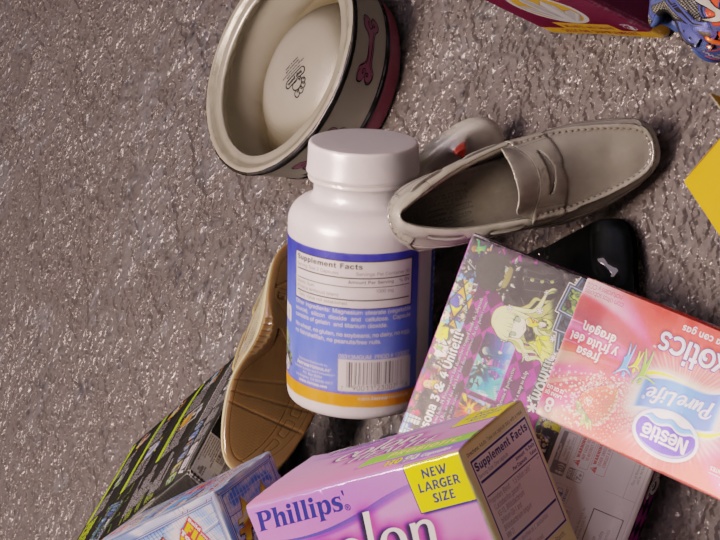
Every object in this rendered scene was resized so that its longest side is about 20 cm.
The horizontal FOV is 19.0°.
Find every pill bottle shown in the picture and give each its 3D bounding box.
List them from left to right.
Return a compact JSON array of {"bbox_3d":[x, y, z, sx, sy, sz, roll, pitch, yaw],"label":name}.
[{"bbox_3d":[0.000,0.000,1.605,0.112,0.112,0.201,25,119,53],"label":"pill bottle"}]

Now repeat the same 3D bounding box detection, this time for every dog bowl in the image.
[{"bbox_3d":[-0.045,-0.168,1.833,0.200,0.074,0.201,-25,56,43],"label":"dog bowl"}]

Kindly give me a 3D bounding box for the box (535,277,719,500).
[{"bbox_3d":[0.223,0.087,1.323,0.200,0.102,0.095,24,94,39],"label":"box"}]

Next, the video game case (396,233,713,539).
[{"bbox_3d":[0.124,0.098,1.461,0.181,0.036,0.201,21,92,22],"label":"video game case"}]

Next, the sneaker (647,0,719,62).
[{"bbox_3d":[0.261,-0.173,1.459,0.200,0.075,0.079,45,119,59],"label":"sneaker"}]

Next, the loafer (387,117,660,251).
[{"bbox_3d":[0.116,-0.060,1.511,0.199,0.070,0.070,-20,88,2],"label":"loafer"}]

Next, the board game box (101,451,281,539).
[{"bbox_3d":[-0.088,0.225,1.534,0.200,0.062,0.200,48,141,9],"label":"board game box"}]

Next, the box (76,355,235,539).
[{"bbox_3d":[-0.152,0.166,1.766,0.193,0.047,0.200,-43,12,33],"label":"box"}]

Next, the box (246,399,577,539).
[{"bbox_3d":[0.051,0.210,1.417,0.175,0.097,0.201,-18,97,33],"label":"box"}]

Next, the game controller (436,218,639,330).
[{"bbox_3d":[0.125,0.035,1.564,0.200,0.042,0.105,-29,39,42],"label":"game controller"}]

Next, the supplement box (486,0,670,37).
[{"bbox_3d":[0.126,-0.247,1.544,0.131,0.200,0.104,13,84,54],"label":"supplement box"}]

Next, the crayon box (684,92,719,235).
[{"bbox_3d":[0.280,-0.012,1.306,0.052,0.125,0.200,-51,40,25],"label":"crayon box"}]

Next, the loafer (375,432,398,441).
[{"bbox_3d":[0.021,0.169,1.609,0.200,0.072,0.073,-38,72,58],"label":"loafer"}]

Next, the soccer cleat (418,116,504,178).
[{"bbox_3d":[0.038,-0.053,1.684,0.200,0.069,0.078,-53,37,27],"label":"soccer cleat"}]

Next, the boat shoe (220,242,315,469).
[{"bbox_3d":[-0.067,0.076,1.704,0.065,0.072,0.201,125,160,-64],"label":"boat shoe"}]
